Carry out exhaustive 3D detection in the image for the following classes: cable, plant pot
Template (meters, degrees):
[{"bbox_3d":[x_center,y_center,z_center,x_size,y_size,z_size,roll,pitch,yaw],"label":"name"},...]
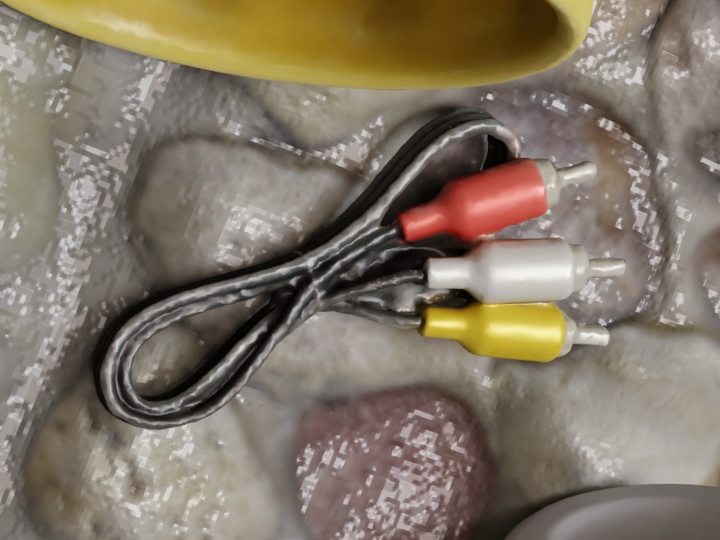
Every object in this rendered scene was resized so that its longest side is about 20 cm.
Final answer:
[{"bbox_3d":[0.000,0.000,0.879,0.200,0.050,0.097,-13,104,-23],"label":"cable"},{"bbox_3d":[-0.017,-0.173,0.769,0.200,0.201,0.189,12,80,-26],"label":"plant pot"}]

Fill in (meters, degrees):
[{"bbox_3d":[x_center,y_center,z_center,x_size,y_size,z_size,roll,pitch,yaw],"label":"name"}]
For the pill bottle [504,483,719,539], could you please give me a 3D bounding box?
[{"bbox_3d":[0.117,0.193,0.938,0.112,0.112,0.200,-13,105,-22],"label":"pill bottle"}]
